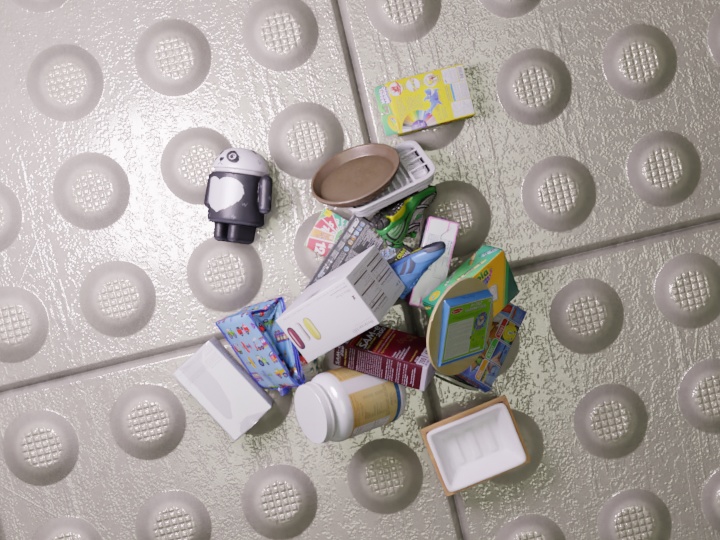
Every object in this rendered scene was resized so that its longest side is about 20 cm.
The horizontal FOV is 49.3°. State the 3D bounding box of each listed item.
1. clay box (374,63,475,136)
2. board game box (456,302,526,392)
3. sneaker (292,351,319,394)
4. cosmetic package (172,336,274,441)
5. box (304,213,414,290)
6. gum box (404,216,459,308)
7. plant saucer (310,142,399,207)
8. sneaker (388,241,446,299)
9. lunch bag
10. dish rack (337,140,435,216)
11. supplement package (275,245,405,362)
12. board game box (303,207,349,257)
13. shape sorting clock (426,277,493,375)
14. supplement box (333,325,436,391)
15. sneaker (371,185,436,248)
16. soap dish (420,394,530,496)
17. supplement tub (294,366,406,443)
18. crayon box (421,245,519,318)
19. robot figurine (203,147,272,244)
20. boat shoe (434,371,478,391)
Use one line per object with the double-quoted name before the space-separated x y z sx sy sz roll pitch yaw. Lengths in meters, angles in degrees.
"clay box" 0.137 -0.365 1.698 0.199 0.048 0.115 -14 92 0
"board game box" 0.257 0.141 1.683 0.135 0.034 0.200 32 69 -2
"sneaker" -0.127 0.207 1.680 0.070 0.093 0.200 -15 91 -1
"cosmetic package" -0.292 0.253 1.686 0.113 0.081 0.200 -41 93 0
"box" 0.000 0.000 1.680 0.160 0.044 0.200 33 97 -3
"gum box" 0.152 -0.020 1.672 0.066 0.114 0.201 14 91 -2
"plant saucer" -0.009 -0.197 1.646 0.200 0.200 0.030 -28 128 -1
"sneaker" 0.103 0.005 1.593 0.200 0.066 0.079 -29 88 34
"lunch bag" -0.197 0.172 1.645 0.094 0.150 0.200 -27 97 -38
"dish rack" 0.054 -0.189 1.658 0.200 0.172 0.044 -26 128 0
"supplement package" -0.038 0.067 1.555 0.200 0.156 0.111 -32 100 33
"board game box" -0.015 -0.047 1.713 0.200 0.030 0.096 29 91 -4
"shape sorting clock" 0.197 0.110 1.552 0.039 0.200 0.200 24 91 42
"supplement box" 0.056 0.170 1.606 0.199 0.109 0.061 14 118 17
"sneaker" 0.100 -0.118 1.662 0.200 0.078 0.085 -43 117 -37
"soap dish" 0.247 0.376 1.699 0.200 0.081 0.158 -22 92 -1
"supplement tub" -0.021 0.269 1.623 0.200 0.145 0.145 -13 92 -33
"crayon box" 0.230 0.054 1.624 0.200 0.058 0.119 -40 122 -21
"robot figurine" -0.259 -0.158 1.654 0.150 0.125 0.201 7 91 -4
"boat shoe" 0.174 0.203 1.698 0.201 0.072 0.061 24 81 -8
